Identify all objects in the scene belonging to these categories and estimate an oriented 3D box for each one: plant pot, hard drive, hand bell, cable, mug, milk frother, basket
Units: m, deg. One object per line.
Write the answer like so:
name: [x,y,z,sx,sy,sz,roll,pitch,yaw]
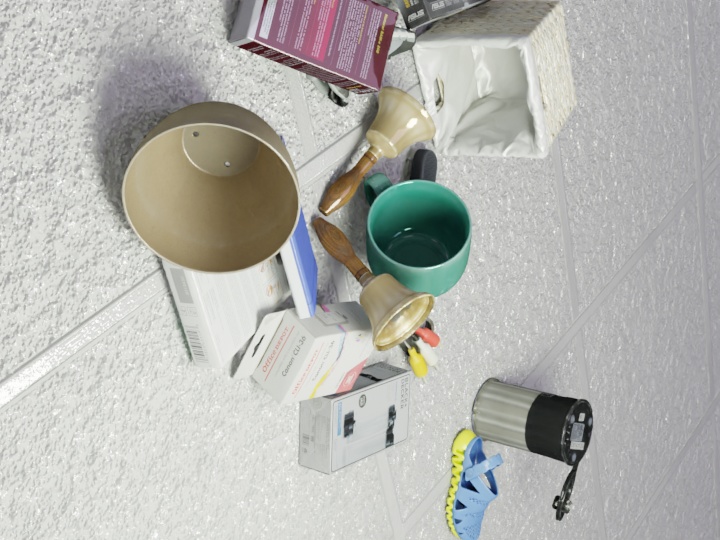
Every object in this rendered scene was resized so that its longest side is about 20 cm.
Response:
plant pot: [-0.167,-0.116,1.320,0.135,0.198,0.202,-92,165,-53]
hard drive: [-0.091,-0.057,1.487,0.132,0.025,0.202,-90,168,-60]
hand bell: [0.000,0.000,1.551,0.104,0.200,0.104,-33,156,-17]
cable: [0.076,0.092,1.784,0.200,0.050,0.098,50,58,-48]
mug: [0.082,-0.048,1.649,0.115,0.150,0.187,88,0,-57]
milk frother: [0.304,0.318,2.032,0.180,0.187,0.202,42,65,-48]
basket: [0.211,-0.298,1.760,0.161,0.198,0.200,-50,135,-42]
hand bell: [0.008,-0.156,1.625,0.200,0.104,0.104,-50,135,-18]

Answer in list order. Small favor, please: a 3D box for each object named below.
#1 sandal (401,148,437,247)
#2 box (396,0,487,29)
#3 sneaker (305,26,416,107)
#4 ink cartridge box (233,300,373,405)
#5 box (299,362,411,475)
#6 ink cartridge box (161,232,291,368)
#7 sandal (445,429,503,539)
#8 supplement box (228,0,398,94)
sandal: [0.079,-0.087,1.762,0.076,0.042,0.203,33,66,-61]
box: [0.111,-0.451,1.665,0.199,0.048,0.160,-31,101,-46]
sneaker: [-0.006,-0.285,1.578,0.198,0.075,0.117,-6,108,-43]
ink cartridge box: [-0.068,0.112,1.545,0.199,0.067,0.117,-5,129,-53]
box: [-0.005,0.216,1.696,0.199,0.060,0.118,-11,107,-52]
ink cartridge box: [-0.162,0.003,1.456,0.200,0.050,0.163,-51,136,-49]
sandal: [0.203,0.385,1.998,0.079,0.086,0.203,-18,114,-52]
supplement box: [-0.057,-0.307,1.442,0.198,0.061,0.110,17,84,-29]
